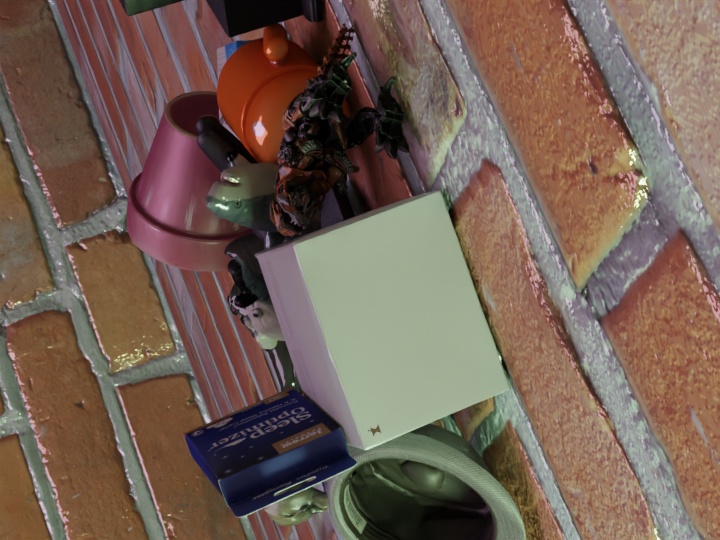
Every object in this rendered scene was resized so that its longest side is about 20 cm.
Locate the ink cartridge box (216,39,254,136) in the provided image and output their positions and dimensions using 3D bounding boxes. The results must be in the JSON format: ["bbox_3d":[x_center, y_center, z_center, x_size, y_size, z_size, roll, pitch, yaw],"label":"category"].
[{"bbox_3d":[-0.120,-0.158,1.637,0.116,0.066,0.202,-168,75,-73],"label":"ink cartridge box"}]

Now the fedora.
[{"bbox_3d":[0.067,0.214,1.360,0.090,0.198,0.178,-60,-10,-55],"label":"fedora"}]

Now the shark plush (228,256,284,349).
[{"bbox_3d":[-0.099,0.024,1.490,0.199,0.090,0.084,24,-120,-55],"label":"shark plush"}]

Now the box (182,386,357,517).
[{"bbox_3d":[-0.086,0.163,1.315,0.200,0.120,0.033,27,137,69],"label":"box"}]

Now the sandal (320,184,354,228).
[{"bbox_3d":[0.000,0.001,1.503,0.076,0.042,0.202,-57,46,50],"label":"sandal"}]

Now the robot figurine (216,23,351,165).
[{"bbox_3d":[-0.080,-0.169,1.469,0.145,0.116,0.200,-62,33,16],"label":"robot figurine"}]

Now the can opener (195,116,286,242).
[{"bbox_3d":[-0.110,-0.088,1.530,0.200,0.078,0.064,48,-173,-41],"label":"can opener"}]

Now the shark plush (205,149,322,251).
[{"bbox_3d":[-0.086,-0.045,1.431,0.090,0.084,0.200,9,153,27],"label":"shark plush"}]

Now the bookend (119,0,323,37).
[{"bbox_3d":[-0.166,-0.315,1.441,0.093,0.198,0.199,85,161,-46],"label":"bookend"}]

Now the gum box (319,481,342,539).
[{"bbox_3d":[-0.014,0.218,1.581,0.171,0.044,0.201,93,159,-49],"label":"gum box"}]

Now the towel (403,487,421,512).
[{"bbox_3d":[0.053,0.179,1.493,0.147,0.024,0.202,-15,-94,-79],"label":"towel"}]

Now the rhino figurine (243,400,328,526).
[{"bbox_3d":[-0.085,0.204,1.579,0.201,0.087,0.060,-119,22,-50],"label":"rhino figurine"}]

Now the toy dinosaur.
[{"bbox_3d":[-0.037,-0.134,1.302,0.135,0.101,0.202,-18,74,53],"label":"toy dinosaur"}]

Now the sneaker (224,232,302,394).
[{"bbox_3d":[-0.105,0.050,1.636,0.076,0.090,0.202,56,-158,-77],"label":"sneaker"}]

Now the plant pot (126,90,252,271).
[{"bbox_3d":[-0.205,-0.128,1.892,0.200,0.198,0.180,-123,36,-45],"label":"plant pot"}]

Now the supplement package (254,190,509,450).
[{"bbox_3d":[0.014,0.045,1.322,0.200,0.146,0.193,170,80,-76],"label":"supplement package"}]
